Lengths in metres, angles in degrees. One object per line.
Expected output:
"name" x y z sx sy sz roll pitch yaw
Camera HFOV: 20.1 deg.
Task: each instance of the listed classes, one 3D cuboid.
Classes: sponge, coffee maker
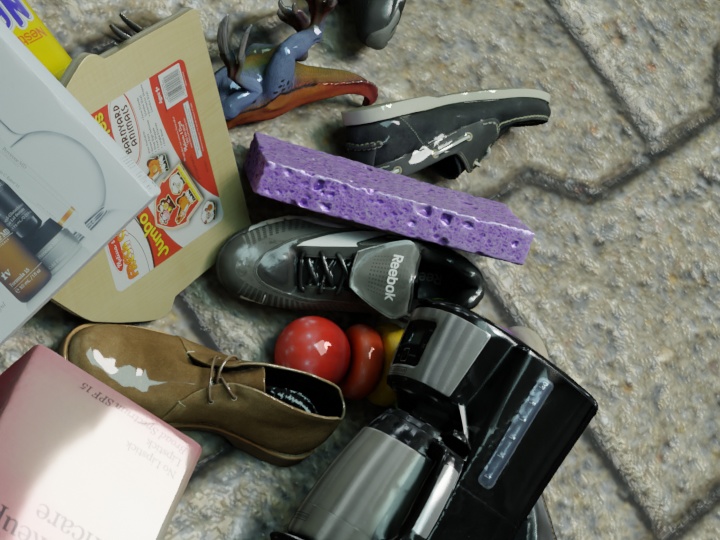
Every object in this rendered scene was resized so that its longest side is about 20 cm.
"sponge" 0.018 -0.051 1.453 0.199 0.112 0.030 16 101 -10
"coffee maker" 0.064 0.148 1.367 0.200 0.134 0.192 -56 131 -13

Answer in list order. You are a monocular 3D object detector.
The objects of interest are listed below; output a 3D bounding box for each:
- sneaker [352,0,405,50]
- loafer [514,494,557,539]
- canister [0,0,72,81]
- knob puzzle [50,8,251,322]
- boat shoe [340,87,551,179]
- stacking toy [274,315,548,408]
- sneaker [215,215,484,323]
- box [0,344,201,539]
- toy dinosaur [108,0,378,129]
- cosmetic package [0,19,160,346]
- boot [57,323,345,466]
"sneaker" -0.005 -0.259 1.603 0.079 0.075 0.201 8 56 -15
"loafer" 0.113 0.222 1.438 0.072 0.073 0.201 25 56 -48
"canister" -0.285 -0.153 1.341 0.200 0.087 0.148 52 50 1
"knob puzzle" -0.165 -0.055 1.353 0.219 0.030 0.221 -18 115 -47
"boat shoe" 0.070 -0.105 1.573 0.199 0.072 0.068 -13 93 -39
"stacking toy" 0.031 0.071 1.452 0.199 0.085 0.086 8 63 -23
"sneaker" 0.000 0.000 1.424 0.199 0.090 0.067 6 92 -21
"box" -0.201 0.169 1.218 0.128 0.109 0.201 34 52 -16
"toy dinosaur" -0.082 -0.127 1.467 0.200 0.105 0.182 43 68 -22
"cosmetic package" -0.246 -0.034 1.249 0.200 0.052 0.151 -44 93 5
"boot" -0.102 0.071 1.357 0.199 0.075 0.074 19 59 -24
